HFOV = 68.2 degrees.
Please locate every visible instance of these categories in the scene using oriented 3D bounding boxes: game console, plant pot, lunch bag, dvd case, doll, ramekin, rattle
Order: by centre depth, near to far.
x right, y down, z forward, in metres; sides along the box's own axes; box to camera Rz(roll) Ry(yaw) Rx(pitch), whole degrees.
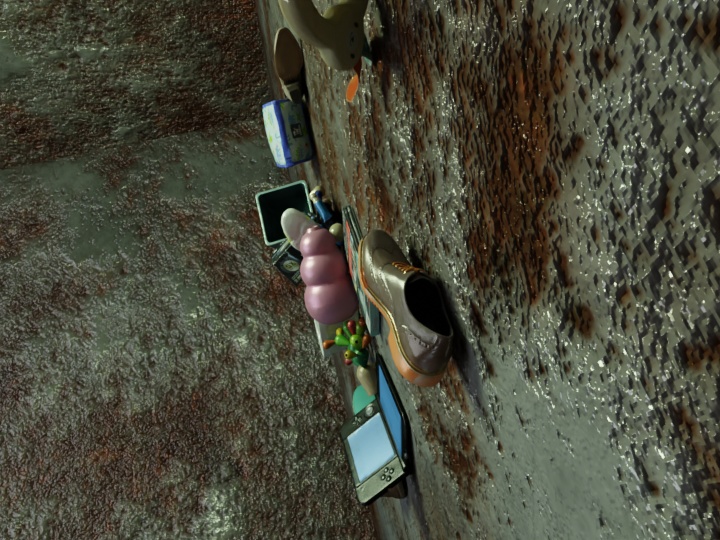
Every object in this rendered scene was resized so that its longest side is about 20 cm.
[{"bbox_3d":[0.012,-0.248,0.504,0.202,0.139,0.133,65,-144,-45],"label":"rattle"},{"bbox_3d":[0.000,0.000,0.997,0.148,0.021,0.204,88,168,-52],"label":"dvd case"},{"bbox_3d":[0.020,0.294,1.002,0.117,0.174,0.201,48,-172,-29],"label":"game console"},{"bbox_3d":[-0.075,-0.123,1.211,0.138,0.048,0.201,60,-178,-36],"label":"doll"},{"bbox_3d":[-0.065,0.103,1.319,0.200,0.102,0.206,167,91,-83],"label":"ramekin"},{"bbox_3d":[-0.203,-0.380,1.464,0.201,0.124,0.175,-90,-12,-74],"label":"lunch bag"},{"bbox_3d":[-0.258,-0.186,1.987,0.200,0.191,0.201,69,-174,-77],"label":"plant pot"}]

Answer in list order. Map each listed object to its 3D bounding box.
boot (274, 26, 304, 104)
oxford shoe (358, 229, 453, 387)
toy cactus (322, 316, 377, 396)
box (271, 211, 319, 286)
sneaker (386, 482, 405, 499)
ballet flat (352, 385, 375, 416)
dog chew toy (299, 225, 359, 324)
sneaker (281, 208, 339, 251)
[{"bbox_3d":[-0.180,-0.515,1.317,0.148,0.068,0.204,-108,10,-48],"label":"boot"},{"bbox_3d":[0.051,0.017,0.562,0.074,0.069,0.203,111,146,-40],"label":"oxford shoe"},{"bbox_3d":[-0.008,0.190,1.152,0.169,0.100,0.200,66,161,12],"label":"toy cactus"},{"bbox_3d":[-0.151,-0.063,1.407,0.086,0.164,0.200,42,-179,-14],"label":"box"},{"bbox_3d":[0.052,0.470,1.159,0.201,0.073,0.072,93,162,-64],"label":"sneaker"},{"bbox_3d":[0.029,0.342,1.196,0.077,0.067,0.200,63,176,-25],"label":"ballet flat"},{"bbox_3d":[-0.073,0.007,1.124,0.124,0.121,0.206,-142,35,-77],"label":"dog chew toy"},{"bbox_3d":[-0.114,-0.080,1.249,0.200,0.075,0.106,47,-168,-29],"label":"sneaker"}]
